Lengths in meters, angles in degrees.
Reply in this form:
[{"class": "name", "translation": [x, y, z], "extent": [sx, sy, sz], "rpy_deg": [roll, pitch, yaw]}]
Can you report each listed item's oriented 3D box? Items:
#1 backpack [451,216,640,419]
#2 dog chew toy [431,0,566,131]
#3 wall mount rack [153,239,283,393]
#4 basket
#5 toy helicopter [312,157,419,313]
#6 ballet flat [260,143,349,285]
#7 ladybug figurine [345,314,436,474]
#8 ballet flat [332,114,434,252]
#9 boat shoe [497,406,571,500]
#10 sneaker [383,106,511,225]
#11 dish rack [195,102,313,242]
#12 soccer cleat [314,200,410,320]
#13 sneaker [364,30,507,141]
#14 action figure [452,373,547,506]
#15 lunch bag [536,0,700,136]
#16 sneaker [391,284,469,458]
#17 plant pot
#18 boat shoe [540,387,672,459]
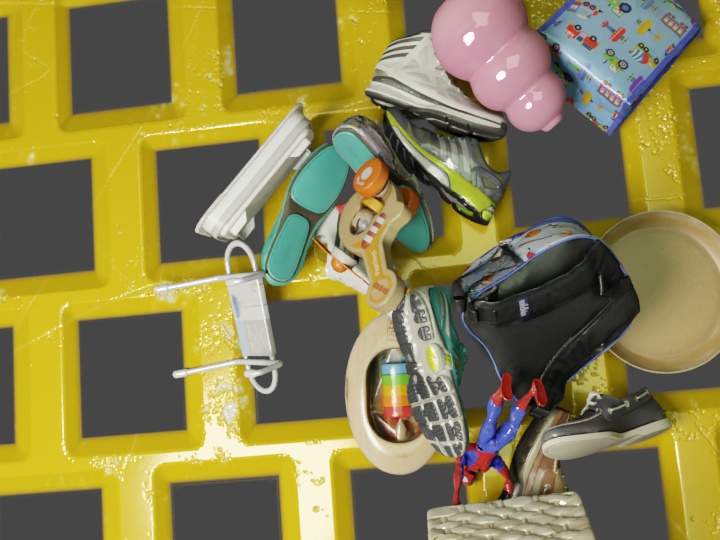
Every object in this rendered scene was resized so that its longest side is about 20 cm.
[{"class": "backpack", "translation": [0.221, 0.038, 0.934], "extent": [0.188, 0.155, 0.201], "rpy_deg": [-31, 116, 12]}, {"class": "dog chew toy", "translation": [0.178, -0.258, 0.971], "extent": [0.124, 0.125, 0.201], "rpy_deg": [-40, 91, 0]}, {"class": "wall mount rack", "translation": [-0.181, 0.070, 1.021], "extent": [0.171, 0.074, 0.205], "rpy_deg": [-6, 98, 43]}, {"class": "basket", "translation": [0.170, 0.337, 0.871], "extent": [0.194, 0.136, 0.126], "rpy_deg": [-7, 110, 4]}, {"class": "toy helicopter", "translation": [0.009, -0.025, 0.922], "extent": [0.131, 0.078, 0.203], "rpy_deg": [-37, 38, 22]}, {"class": "ballet flat", "translation": [-0.079, -0.076, 1.030], "extent": [0.066, 0.070, 0.204], "rpy_deg": [28, 80, -18]}, {"class": "ladybug figurine", "translation": [0.048, 0.150, 0.996], "extent": [0.132, 0.072, 0.206], "rpy_deg": [0, 83, 6]}, {"class": "ballet flat", "translation": [0.042, -0.119, 1.020], "extent": [0.072, 0.072, 0.202], "rpy_deg": [-37, 110, 0]}, {"class": "boat shoe", "translation": [0.218, 0.266, 0.969], "extent": [0.072, 0.076, 0.204], "rpy_deg": [22, 94, 3]}, {"class": "sneaker", "translation": [0.111, -0.149, 1.034], "extent": [0.199, 0.074, 0.081], "rpy_deg": [42, 79, 3]}, {"class": "dish rack", "translation": [-0.123, -0.112, 1.001], "extent": [0.043, 0.172, 0.201], "rpy_deg": [39, 88, -1]}, {"class": "soccer cleat", "translation": [0.000, 0.000, 1.005], "extent": [0.085, 0.068, 0.202], "rpy_deg": [-37, 57, 12]}, {"class": "sneaker", "translation": [0.112, -0.251, 1.035], "extent": [0.196, 0.076, 0.118], "rpy_deg": [22, 88, 11]}, {"class": "action figure", "translation": [0.155, 0.219, 0.918], "extent": [0.064, 0.202, 0.101], "rpy_deg": [11, 48, -7]}, {"class": "lunch bag", "translation": [0.337, -0.307, 1.020], "extent": [0.150, 0.094, 0.200], "rpy_deg": [42, 80, 12]}, {"class": "sneaker", "translation": [0.100, 0.117, 0.925], "extent": [0.077, 0.078, 0.205], "rpy_deg": [-8, 93, 49]}, {"class": "plant pot", "translation": [0.379, 0.027, 0.998], "extent": [0.194, 0.027, 0.206], "rpy_deg": [-1, 83, 5]}, {"class": "boat shoe", "translation": [0.285, 0.179, 0.939], "extent": [0.196, 0.073, 0.064], "rpy_deg": [-2, 61, -30]}]
